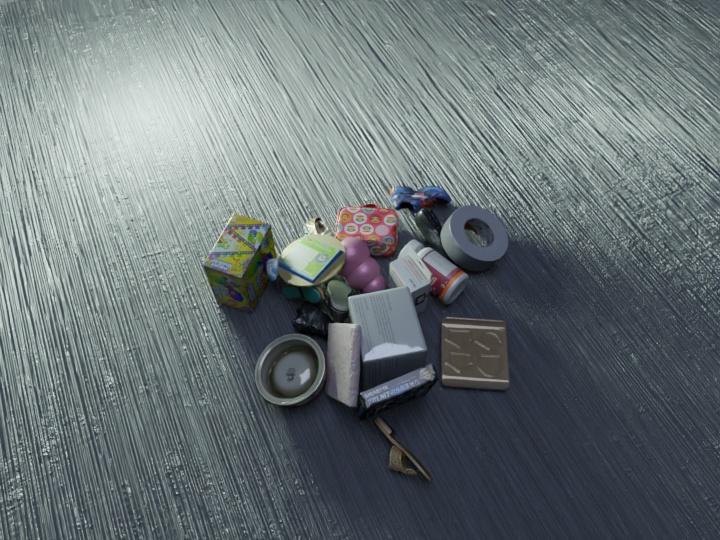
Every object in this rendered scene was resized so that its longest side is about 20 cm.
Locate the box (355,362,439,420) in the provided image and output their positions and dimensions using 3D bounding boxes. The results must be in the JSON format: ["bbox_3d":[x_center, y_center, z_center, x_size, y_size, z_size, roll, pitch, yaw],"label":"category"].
[{"bbox_3d":[0.088,0.313,1.547,0.198,0.200,0.050,-21,71,-12],"label":"box"}]

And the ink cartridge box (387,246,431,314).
[{"bbox_3d":[0.136,0.037,1.724,0.067,0.200,0.116,-26,60,-16],"label":"ink cartridge box"}]

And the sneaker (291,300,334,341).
[{"bbox_3d":[-0.119,0.167,1.715,0.114,0.076,0.200,-30,59,-16],"label":"sneaker"}]

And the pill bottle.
[{"bbox_3d":[0.212,0.002,1.801,0.200,0.110,0.110,38,65,22],"label":"pill bottle"}]

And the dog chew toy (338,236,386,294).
[{"bbox_3d":[0.000,0.000,1.791,0.124,0.125,0.200,-39,90,-22],"label":"dog chew toy"}]

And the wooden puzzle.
[{"bbox_3d":[0.316,0.233,1.695,0.184,0.046,0.201,3,62,2],"label":"wooden puzzle"}]

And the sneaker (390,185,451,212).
[{"bbox_3d":[0.195,-0.225,1.979,0.199,0.075,0.079,0,66,9],"label":"sneaker"}]

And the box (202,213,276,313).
[{"bbox_3d":[-0.341,-0.018,1.756,0.122,0.200,0.193,17,59,10],"label":"box"}]

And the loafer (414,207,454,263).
[{"bbox_3d":[0.234,-0.101,1.897,0.068,0.070,0.201,-22,75,-36],"label":"loafer"}]

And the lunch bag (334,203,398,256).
[{"bbox_3d":[0.020,-0.135,1.905,0.199,0.082,0.177,5,57,3],"label":"lunch bag"}]

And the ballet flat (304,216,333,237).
[{"bbox_3d":[-0.118,-0.100,1.864,0.065,0.070,0.200,-40,48,12],"label":"ballet flat"}]

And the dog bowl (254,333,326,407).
[{"bbox_3d":[-0.178,0.274,1.622,0.199,0.074,0.201,-7,60,12],"label":"dog bowl"}]

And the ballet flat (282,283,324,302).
[{"bbox_3d":[-0.152,0.051,1.743,0.063,0.069,0.200,-29,20,-34],"label":"ballet flat"}]

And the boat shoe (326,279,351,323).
[{"bbox_3d":[-0.065,0.086,1.740,0.071,0.061,0.201,11,20,-6],"label":"boat shoe"}]

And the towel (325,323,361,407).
[{"bbox_3d":[-0.044,0.237,1.568,0.032,0.191,0.201,3,87,-22],"label":"towel"}]

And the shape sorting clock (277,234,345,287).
[{"bbox_3d":[-0.138,-0.029,1.720,0.199,0.039,0.201,-9,49,11],"label":"shape sorting clock"}]

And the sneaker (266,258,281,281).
[{"bbox_3d":[-0.187,0.000,1.807,0.199,0.072,0.073,-2,84,-33],"label":"sneaker"}]

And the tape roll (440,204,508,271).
[{"bbox_3d":[0.349,-0.100,1.859,0.200,0.066,0.201,10,58,-17],"label":"tape roll"}]

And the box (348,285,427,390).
[{"bbox_3d":[0.069,0.184,1.630,0.171,0.200,0.200,-11,57,-5],"label":"box"}]

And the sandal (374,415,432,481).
[{"bbox_3d":[0.091,0.470,1.535,0.070,0.078,0.212,-42,59,-2],"label":"sandal"}]
